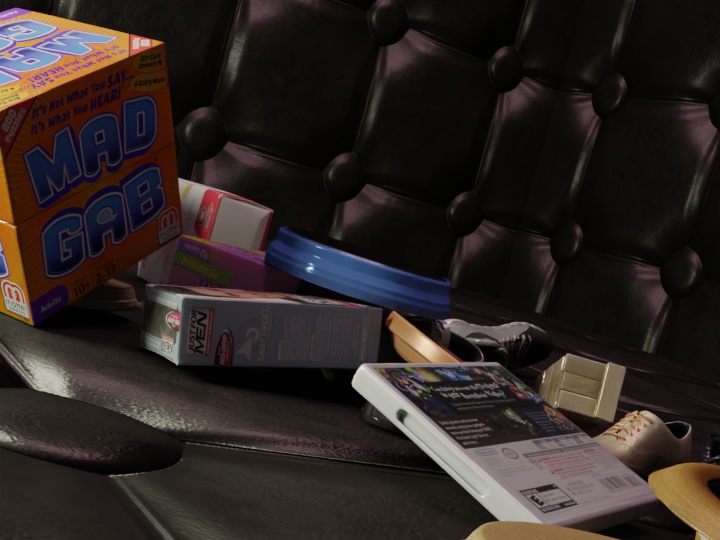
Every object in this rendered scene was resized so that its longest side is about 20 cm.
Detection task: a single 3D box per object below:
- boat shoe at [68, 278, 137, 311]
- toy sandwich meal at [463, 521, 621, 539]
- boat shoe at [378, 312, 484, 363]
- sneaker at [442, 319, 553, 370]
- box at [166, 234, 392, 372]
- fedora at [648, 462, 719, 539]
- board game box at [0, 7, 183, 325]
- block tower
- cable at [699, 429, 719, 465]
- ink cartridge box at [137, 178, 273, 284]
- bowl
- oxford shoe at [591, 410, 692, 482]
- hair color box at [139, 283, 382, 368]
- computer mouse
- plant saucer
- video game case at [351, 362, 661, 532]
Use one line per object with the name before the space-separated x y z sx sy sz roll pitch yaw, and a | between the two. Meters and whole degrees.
boat shoe | -0.320 -0.007 1.097 0.198 0.065 0.072 17 3 10
toy sandwich meal | 0.119 0.164 0.434 0.203 0.071 0.205 14 -1 0
boat shoe | 0.067 0.076 1.163 0.200 0.071 0.070 29 30 -48
sneaker | 0.210 0.122 1.555 0.198 0.076 0.115 4 12 -20
box | -0.085 0.040 1.182 0.175 0.097 0.199 19 5 34
fedora | 0.242 0.179 0.587 0.199 0.082 0.201 19 8 -3
board game box | -0.311 -0.106 0.990 0.199 0.201 0.200 18 35 28
block tower | 0.208 0.127 1.065 0.057 0.054 0.200 16 -13 2
cable | 0.459 0.222 1.175 0.162 0.051 0.200 18 3 23
ink cartridge box | -0.208 -0.036 1.400 0.085 0.149 0.200 14 5 -31
bowl | 0.000 0.000 1.102 0.199 0.040 0.201 18 4 -1
oxford shoe | 0.227 0.156 0.945 0.199 0.074 0.071 12 6 -46
hair color box | -0.090 0.052 0.980 0.199 0.061 0.099 4 3 -31
computer mouse | 0.023 0.107 1.011 0.139 0.046 0.200 18 4 14
plant saucer | 0.102 0.110 1.021 0.200 0.032 0.200 37 0 0
video game case | 0.113 0.129 0.798 0.182 0.023 0.199 40 20 33
